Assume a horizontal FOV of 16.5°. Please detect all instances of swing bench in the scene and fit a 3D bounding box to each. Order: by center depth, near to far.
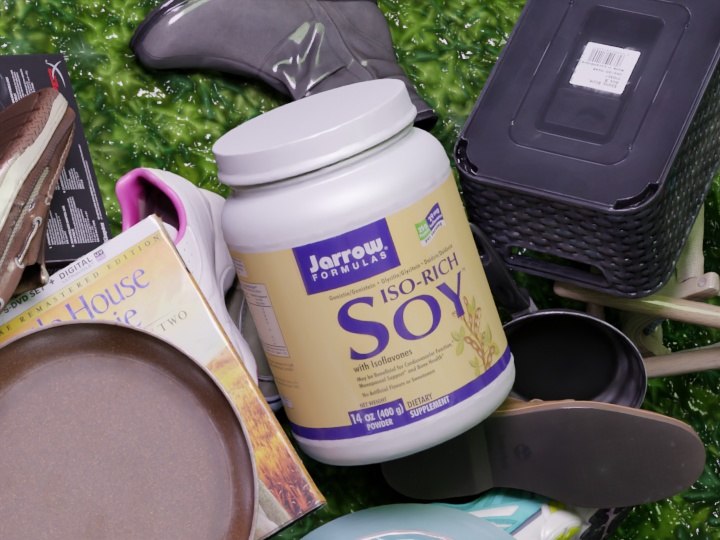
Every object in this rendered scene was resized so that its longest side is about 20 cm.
[{"bbox_3d":[0.240,-0.032,1.664,0.199,0.130,0.200,2,56,12],"label":"swing bench"}]

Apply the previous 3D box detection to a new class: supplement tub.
[{"bbox_3d":[0.000,0.000,1.499,0.145,0.145,0.201,-30,108,-36],"label":"supplement tub"}]

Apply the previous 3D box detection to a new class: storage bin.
[{"bbox_3d":[0.157,-0.097,1.584,0.134,0.094,0.201,14,59,22],"label":"storage bin"}]

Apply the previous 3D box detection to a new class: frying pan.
[{"bbox_3d":[0.100,0.046,1.600,0.190,0.115,0.031,37,33,-21],"label":"frying pan"}]

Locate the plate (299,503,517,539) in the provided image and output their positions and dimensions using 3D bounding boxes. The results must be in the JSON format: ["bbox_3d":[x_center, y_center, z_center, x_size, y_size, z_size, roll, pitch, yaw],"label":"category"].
[{"bbox_3d":[0.025,0.216,1.470,0.199,0.026,0.201,-3,50,4],"label":"plate"}]

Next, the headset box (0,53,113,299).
[{"bbox_3d":[-0.265,-0.049,1.511,0.199,0.077,0.150,-6,64,-28],"label":"headset box"}]

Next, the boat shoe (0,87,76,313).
[{"bbox_3d":[-0.213,-0.016,1.438,0.075,0.074,0.203,50,50,-26],"label":"boat shoe"}]

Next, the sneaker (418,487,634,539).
[{"bbox_3d":[0.117,0.145,1.586,0.199,0.078,0.080,-22,60,-36],"label":"sneaker"}]

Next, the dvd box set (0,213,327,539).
[{"bbox_3d":[-0.131,0.089,1.464,0.146,0.029,0.201,-30,81,0],"label":"dvd box set"}]

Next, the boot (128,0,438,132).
[{"bbox_3d":[-0.046,-0.130,1.671,0.199,0.070,0.132,-12,65,-30],"label":"boot"}]

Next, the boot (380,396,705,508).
[{"bbox_3d":[0.115,0.100,1.550,0.199,0.074,0.076,2,25,8],"label":"boot"}]

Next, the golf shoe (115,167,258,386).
[{"bbox_3d":[-0.116,0.026,1.524,0.092,0.075,0.201,42,31,-52],"label":"golf shoe"}]

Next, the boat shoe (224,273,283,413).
[{"bbox_3d":[-0.055,-0.001,1.593,0.072,0.062,0.201,18,56,-15],"label":"boat shoe"}]

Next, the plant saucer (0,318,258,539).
[{"bbox_3d":[-0.155,0.129,1.429,0.199,0.032,0.202,-1,84,6],"label":"plant saucer"}]
